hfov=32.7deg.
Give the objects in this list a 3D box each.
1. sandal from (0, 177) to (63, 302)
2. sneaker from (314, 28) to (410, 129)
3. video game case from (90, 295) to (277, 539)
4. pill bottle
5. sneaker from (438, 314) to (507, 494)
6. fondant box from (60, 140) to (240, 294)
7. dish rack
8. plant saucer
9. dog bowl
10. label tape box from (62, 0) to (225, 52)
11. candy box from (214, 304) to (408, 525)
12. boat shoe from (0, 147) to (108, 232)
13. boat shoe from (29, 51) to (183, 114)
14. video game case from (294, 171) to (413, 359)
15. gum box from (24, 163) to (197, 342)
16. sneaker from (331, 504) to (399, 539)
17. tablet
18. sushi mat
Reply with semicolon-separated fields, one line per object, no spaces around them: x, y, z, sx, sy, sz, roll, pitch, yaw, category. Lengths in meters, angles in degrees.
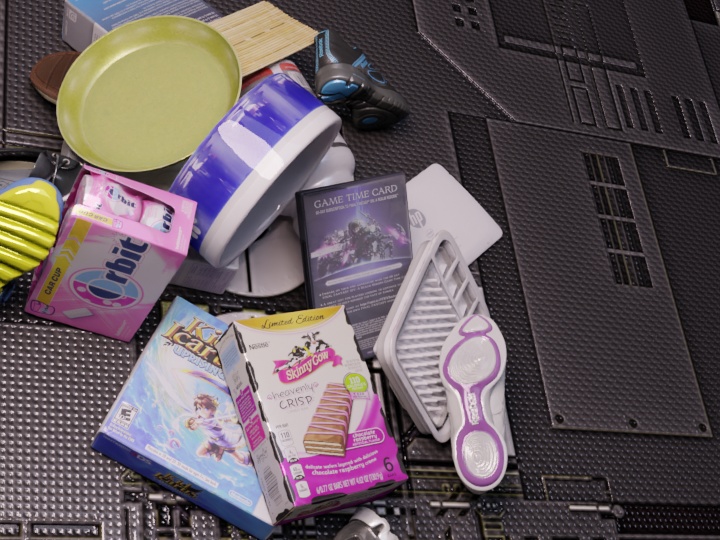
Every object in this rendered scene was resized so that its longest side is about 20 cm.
-0.350;-0.016;1.176;0.079;0.200;0.087;35;25;-18;sandal
0.004;-0.231;1.503;0.200;0.073;0.082;28;48;-65;sneaker
-0.144;0.148;1.257;0.200;0.045;0.182;30;50;-8;video game case
-0.078;-0.136;1.427;0.116;0.116;0.200;-21;72;-36;pill bottle
0.123;0.150;1.363;0.075;0.100;0.201;1;70;3;sneaker
-0.231;-0.067;1.340;0.199;0.058;0.145;12;55;-20;fondant box
0.078;0.074;1.382;0.172;0.043;0.200;61;39;-36;dish rack
-0.218;-0.180;1.284;0.199;0.031;0.201;-4;61;7;plant saucer
-0.111;-0.103;1.260;0.079;0.200;0.200;40;50;2;dog bowl
-0.229;-0.264;1.435;0.200;0.066;0.143;40;49;16;label tape box
-0.051;0.142;1.242;0.136;0.061;0.201;-8;65;-33;candy box
-0.326;-0.091;1.242;0.199;0.066;0.075;12;61;17;boat shoe
-0.277;-0.184;1.366;0.202;0.075;0.075;19;60;24;boat shoe
0.000;0.000;1.372;0.142;0.019;0.201;-14;103;-34;video game case
-0.246;-0.015;1.204;0.113;0.200;0.066;19;53;-19;gum box
0.033;0.336;1.222;0.090;0.067;0.200;-30;74;-35;sneaker
0.080;-0.046;1.520;0.130;0.014;0.200;47;50;6;tablet
-0.129;-0.265;1.411;0.096;0.012;0.200;34;36;13;sushi mat
